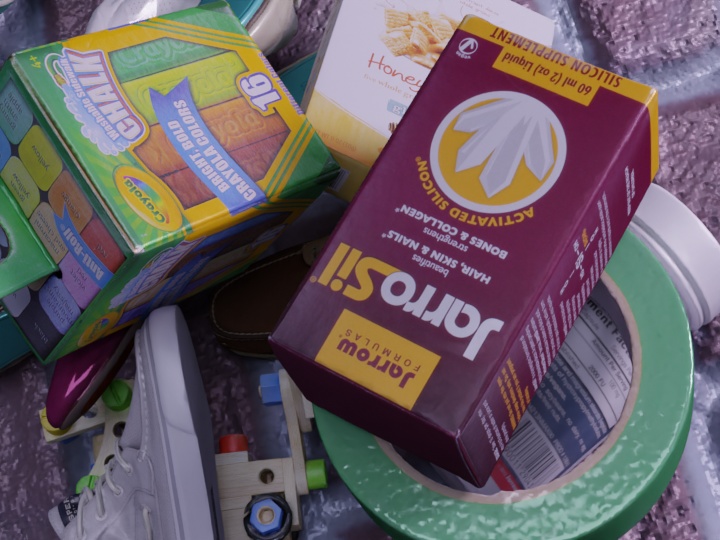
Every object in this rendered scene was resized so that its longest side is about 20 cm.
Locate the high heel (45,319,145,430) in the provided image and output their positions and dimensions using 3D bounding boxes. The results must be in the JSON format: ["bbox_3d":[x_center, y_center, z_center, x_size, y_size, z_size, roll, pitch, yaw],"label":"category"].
[{"bbox_3d":[-0.165,-0.003,0.876,0.096,0.068,0.201,27,54,-5],"label":"high heel"}]

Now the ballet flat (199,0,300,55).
[{"bbox_3d":[-0.063,-0.184,0.964,0.069,0.070,0.201,2,48,9],"label":"ballet flat"}]

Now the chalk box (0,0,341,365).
[{"bbox_3d":[-0.135,-0.044,0.778,0.199,0.124,0.125,-27,79,-46],"label":"chalk box"}]

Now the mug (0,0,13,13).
[{"bbox_3d":[-0.284,-0.232,1.015,0.114,0.186,0.152,26,52,14],"label":"mug"}]

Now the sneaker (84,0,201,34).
[{"bbox_3d":[-0.136,-0.153,0.998,0.088,0.075,0.201,16,72,1],"label":"sneaker"}]

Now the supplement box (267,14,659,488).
[{"bbox_3d":[0.056,-0.011,0.730,0.110,0.086,0.201,25,74,22],"label":"supplement box"}]

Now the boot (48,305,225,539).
[{"bbox_3d":[-0.128,0.124,0.812,0.095,0.074,0.202,-7,94,1],"label":"boot"}]

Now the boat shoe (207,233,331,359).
[{"bbox_3d":[0.000,0.000,0.917,0.198,0.074,0.076,-15,69,3],"label":"boat shoe"}]

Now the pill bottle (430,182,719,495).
[{"bbox_3d":[0.117,0.044,0.860,0.200,0.120,0.120,-39,70,-7],"label":"pill bottle"}]

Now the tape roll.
[{"bbox_3d":[0.074,0.056,0.771,0.199,0.048,0.202,-5,65,10],"label":"tape roll"}]

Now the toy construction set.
[{"bbox_3d":[-0.095,0.107,0.891,0.198,0.092,0.132,-13,69,16],"label":"toy construction set"}]

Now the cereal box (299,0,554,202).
[{"bbox_3d":[0.041,-0.110,0.902,0.143,0.040,0.201,23,49,-10],"label":"cereal box"}]

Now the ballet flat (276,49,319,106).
[{"bbox_3d":[-0.072,-0.087,0.965,0.199,0.069,0.070,-20,69,7],"label":"ballet flat"}]

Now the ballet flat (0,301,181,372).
[{"bbox_3d":[-0.199,0.014,0.949,0.199,0.068,0.062,-21,37,-5],"label":"ballet flat"}]
